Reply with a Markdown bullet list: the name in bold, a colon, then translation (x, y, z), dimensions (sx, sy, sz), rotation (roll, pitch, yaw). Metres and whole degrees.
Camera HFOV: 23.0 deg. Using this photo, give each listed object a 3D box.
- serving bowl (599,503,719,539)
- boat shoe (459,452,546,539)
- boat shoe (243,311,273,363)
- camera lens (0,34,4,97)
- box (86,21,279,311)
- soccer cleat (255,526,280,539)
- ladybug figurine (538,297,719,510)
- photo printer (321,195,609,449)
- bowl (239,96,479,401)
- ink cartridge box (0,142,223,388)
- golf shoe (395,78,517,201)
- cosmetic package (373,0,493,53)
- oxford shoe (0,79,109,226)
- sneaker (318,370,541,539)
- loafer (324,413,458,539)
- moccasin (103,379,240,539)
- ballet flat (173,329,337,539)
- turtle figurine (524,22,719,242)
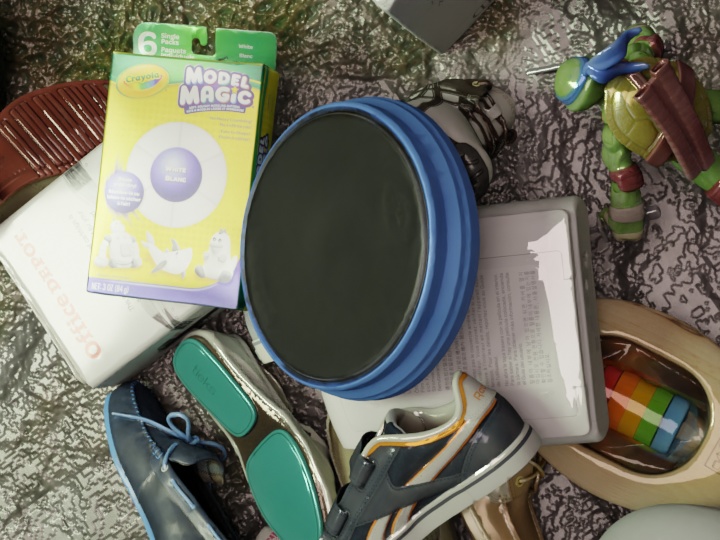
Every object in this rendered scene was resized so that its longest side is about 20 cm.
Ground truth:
- **serving bowl**: translation (0.255, 0.206, 1.185), dimensions (0.199, 0.200, 0.066), rotation (19, 69, 13)
- **boat shoe**: translation (0.097, 0.135, 1.274), dimensions (0.066, 0.074, 0.201), rotation (-27, 83, 16)
- **boat shoe**: translation (0.000, 0.000, 1.301), dimensions (0.200, 0.070, 0.072), rotation (-26, 89, 15)
- **camera lens**: translation (-0.385, -0.158, 1.350), dimensions (0.199, 0.160, 0.161), rotation (4, 90, 13)
- **box**: translation (-0.124, -0.077, 1.261), dimensions (0.117, 0.048, 0.201), rotation (5, 87, 12)
- **soccer cleat**: translation (-0.032, 0.227, 1.299), dimensions (0.199, 0.070, 0.087), rotation (-12, 99, 14)
- **ladybug figurine**: translation (0.197, 0.098, 1.250), dimensions (0.200, 0.072, 0.136), rotation (31, 92, 13)
- **photo printer**: translation (0.063, 0.041, 1.213), dimensions (0.199, 0.069, 0.167), rotation (-6, 91, 19)
- **bowl**: translation (-0.007, -0.015, 1.165), dimensions (0.200, 0.039, 0.202), rotation (-4, 85, 46)
- **ink cartridge box**: translation (-0.155, -0.026, 1.331), dimensions (0.200, 0.084, 0.145), rotation (-36, 81, 8)
- **golf shoe**: translation (0.069, -0.101, 1.229), dimensions (0.094, 0.200, 0.078), rotation (-28, 109, -4)
- **cosmetic package**: translation (0.037, -0.278, 1.233), dimensions (0.166, 0.200, 0.167), rotation (44, 98, 11)
- **oxford shoe**: translation (-0.260, -0.079, 1.351), dimensions (0.200, 0.075, 0.071), rotation (-32, 76, -23)
- **sneaker**: translation (0.019, 0.143, 1.167), dimensions (0.200, 0.078, 0.079), rotation (-40, 96, 12)
- **loafer**: translation (0.028, 0.158, 1.263), dimensions (0.075, 0.068, 0.200), rotation (-24, 58, -2)
- **moccasin**: translation (-0.126, 0.158, 1.309), dimensions (0.068, 0.080, 0.200), rotation (-39, 59, 15)
- **ballet flat**: translation (-0.062, 0.122, 1.308), dimensions (0.069, 0.069, 0.200), rotation (-39, 71, 9)
- **turtle figurine**: translation (0.210, -0.094, 1.246), dimensions (0.193, 0.200, 0.144), rotation (17, 48, -9)
